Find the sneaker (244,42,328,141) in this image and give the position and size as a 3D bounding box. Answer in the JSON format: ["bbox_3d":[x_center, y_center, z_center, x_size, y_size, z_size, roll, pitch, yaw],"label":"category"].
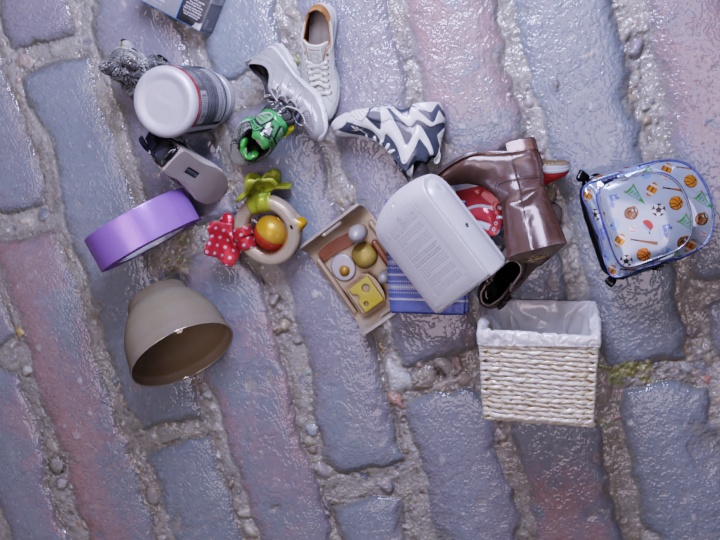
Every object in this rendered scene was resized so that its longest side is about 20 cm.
[{"bbox_3d":[-0.127,-0.294,1.498,0.201,0.081,0.075,55,150,17],"label":"sneaker"}]

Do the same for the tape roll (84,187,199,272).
[{"bbox_3d":[-0.392,-0.073,1.575,0.199,0.200,0.066,-28,95,17],"label":"tape roll"}]

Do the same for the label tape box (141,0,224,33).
[{"bbox_3d":[-0.293,-0.539,1.525,0.142,0.066,0.202,28,108,6],"label":"label tape box"}]

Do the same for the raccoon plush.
[{"bbox_3d":[-0.378,-0.312,1.555,0.096,0.134,0.201,-30,93,16],"label":"raccoon plush"}]

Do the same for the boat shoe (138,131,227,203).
[{"bbox_3d":[-0.312,-0.192,1.554,0.075,0.200,0.093,-44,65,0],"label":"boat shoe"}]

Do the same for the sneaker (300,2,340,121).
[{"bbox_3d":[-0.077,-0.353,1.501,0.072,0.085,0.203,2,105,12],"label":"sneaker"}]

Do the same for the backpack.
[{"bbox_3d":[0.462,-0.090,1.398,0.188,0.154,0.202,-19,94,6],"label":"backpack"}]

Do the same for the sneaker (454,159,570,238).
[{"bbox_3d":[0.261,-0.120,1.475,0.198,0.071,0.114,-9,95,23],"label":"sneaker"}]

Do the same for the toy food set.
[{"bbox_3d":[0.000,0.000,1.569,0.143,0.060,0.201,-35,91,17],"label":"toy food set"}]

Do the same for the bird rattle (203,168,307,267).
[{"bbox_3d":[-0.185,-0.076,1.570,0.162,0.113,0.201,35,108,6],"label":"bird rattle"}]

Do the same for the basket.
[{"bbox_3d":[0.296,0.148,1.458,0.197,0.198,0.163,2,104,13],"label":"basket"}]

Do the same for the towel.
[{"bbox_3d":[0.115,-0.021,1.510,0.143,0.024,0.203,1,102,16],"label":"towel"}]

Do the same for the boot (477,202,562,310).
[{"bbox_3d":[0.265,-0.020,1.454,0.070,0.146,0.201,33,107,9],"label":"boot"}]

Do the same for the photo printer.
[{"bbox_3d":[0.120,-0.048,1.425,0.201,0.069,0.166,52,139,3],"label":"photo printer"}]

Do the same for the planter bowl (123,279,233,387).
[{"bbox_3d":[-0.353,0.103,1.623,0.200,0.200,0.136,-39,64,18],"label":"planter bowl"}]

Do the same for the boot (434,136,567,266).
[{"bbox_3d":[0.221,-0.094,1.404,0.184,0.064,0.203,-17,75,23],"label":"boot"}]

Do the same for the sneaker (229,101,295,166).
[{"bbox_3d":[-0.190,-0.225,1.517,0.078,0.200,0.085,46,63,-9],"label":"sneaker"}]

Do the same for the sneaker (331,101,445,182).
[{"bbox_3d":[0.050,-0.212,1.501,0.196,0.079,0.132,-5,92,4],"label":"sneaker"}]

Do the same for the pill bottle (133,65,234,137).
[{"bbox_3d":[-0.296,-0.292,1.506,0.114,0.200,0.118,3,103,13],"label":"pill bottle"}]
